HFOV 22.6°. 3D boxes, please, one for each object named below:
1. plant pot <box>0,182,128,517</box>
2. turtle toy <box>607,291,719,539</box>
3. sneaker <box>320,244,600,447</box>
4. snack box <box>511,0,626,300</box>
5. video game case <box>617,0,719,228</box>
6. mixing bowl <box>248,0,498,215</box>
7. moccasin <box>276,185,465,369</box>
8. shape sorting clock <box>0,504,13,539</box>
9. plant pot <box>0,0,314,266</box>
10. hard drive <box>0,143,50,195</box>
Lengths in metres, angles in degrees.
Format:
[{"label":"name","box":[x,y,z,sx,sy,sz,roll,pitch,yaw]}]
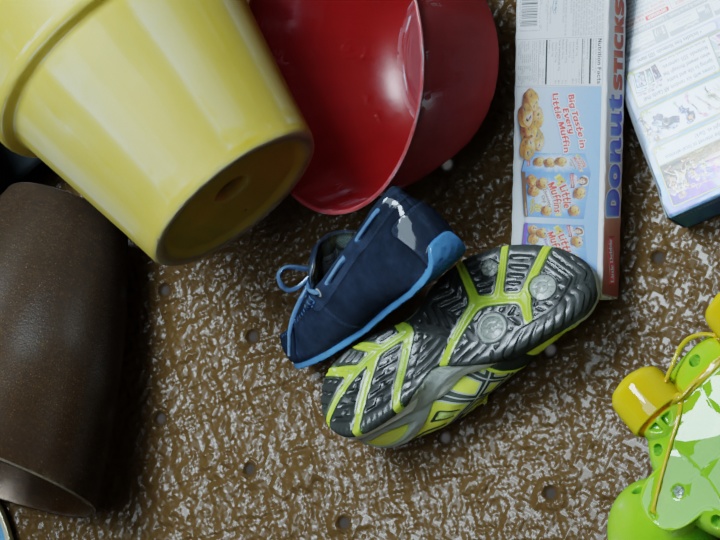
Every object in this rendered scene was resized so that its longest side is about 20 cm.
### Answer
[{"label":"plant pot","box":[-0.242,0.047,1.272,0.186,0.187,0.201,9,70,26]},{"label":"turtle toy","box":[0.223,0.111,1.067,0.200,0.101,0.146,-44,66,13]},{"label":"sneaker","box":[0.069,0.049,1.166,0.199,0.076,0.076,-29,58,20]},{"label":"snack box","box":[0.133,-0.083,1.158,0.072,0.024,0.202,4,94,39]},{"label":"video game case","box":[0.258,-0.149,1.128,0.199,0.045,0.182,-24,70,21]},{"label":"mixing bowl","box":[0.019,-0.139,1.187,0.200,0.108,0.202,9,101,53]},{"label":"moccasin","box":[0.000,0.000,1.171,0.068,0.080,0.200,51,139,1]},{"label":"shape sorting clock","box":[-0.345,0.232,1.351,0.199,0.039,0.202,-5,79,25]},{"label":"plant pot","box":[-0.133,-0.116,1.164,0.201,0.201,0.189,-43,74,13]},{"label":"hard drive","box":[-0.267,-0.173,1.337,0.139,0.033,0.201,-31,82,43]}]
